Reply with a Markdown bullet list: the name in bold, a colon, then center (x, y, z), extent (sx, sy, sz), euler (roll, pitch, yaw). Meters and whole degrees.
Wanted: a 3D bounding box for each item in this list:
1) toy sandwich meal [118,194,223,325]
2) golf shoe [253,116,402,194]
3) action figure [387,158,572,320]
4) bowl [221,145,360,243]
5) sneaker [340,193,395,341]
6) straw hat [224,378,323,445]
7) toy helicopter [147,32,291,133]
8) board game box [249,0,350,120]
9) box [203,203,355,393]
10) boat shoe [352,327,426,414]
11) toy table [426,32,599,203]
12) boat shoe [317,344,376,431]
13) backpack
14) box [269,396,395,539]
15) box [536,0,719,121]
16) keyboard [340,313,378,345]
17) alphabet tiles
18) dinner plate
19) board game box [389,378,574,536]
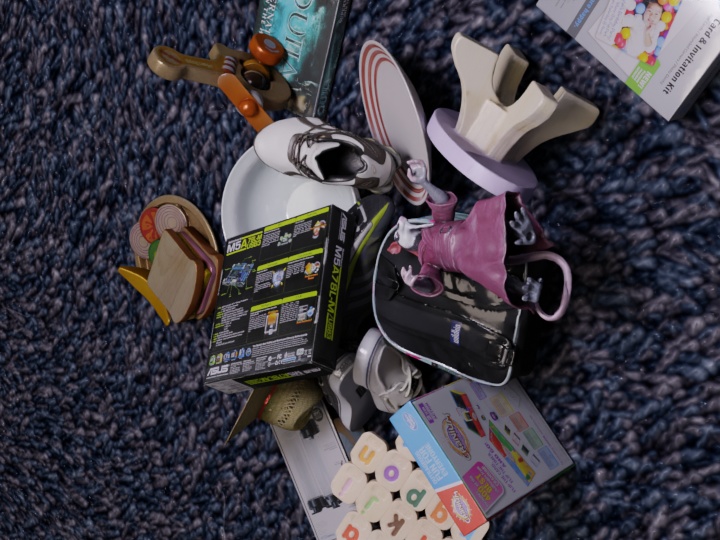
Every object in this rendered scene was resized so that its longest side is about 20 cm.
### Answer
- **toy sandwich meal**: center (-0.280, -0.011, 1.709), extent (0.203, 0.070, 0.208), euler (10, 106, 37)
- **golf shoe**: center (-0.052, -0.143, 1.384), extent (0.198, 0.094, 0.079), euler (12, 95, 25)
- **action figure**: center (0.111, -0.031, 1.221), extent (0.199, 0.148, 0.136), euler (6, 78, 50)
- **bowl**: center (-0.073, -0.074, 1.501), extent (0.199, 0.090, 0.204), euler (3, 96, 27)
- **sneaker**: center (0.000, 0.000, 1.406), extent (0.201, 0.080, 0.074), euler (-64, 24, 23)
- **straw hat**: center (-0.094, 0.158, 1.490), extent (0.084, 0.202, 0.202), euler (27, 120, -1)
- **toy helicopter**: center (-0.171, -0.236, 1.449), extent (0.079, 0.198, 0.133), euler (-50, 50, 35)
- **board game box**: center (-0.080, -0.310, 1.507), extent (0.135, 0.028, 0.202), euler (29, 117, 32)
- **box**: center (-0.098, 0.037, 1.377), extent (0.199, 0.047, 0.195), euler (-16, 57, 43)
- **boat shoe**: center (0.042, 0.133, 1.418), extent (0.065, 0.072, 0.201), euler (18, 156, 21)
- **toy table**: center (0.154, -0.168, 1.264), extent (0.118, 0.182, 0.201), euler (-59, 30, 21)
- **boat shoe**: center (-0.023, 0.143, 1.476), extent (0.066, 0.200, 0.070), euler (38, 79, 23)
- **backpack**: center (0.117, 0.023, 1.338), extent (0.198, 0.150, 0.180), euler (15, 108, 26)
- **box**: center (-0.038, 0.260, 1.578), extent (0.116, 0.060, 0.202), euler (-30, 80, 39)
- **box**: center (0.297, -0.278, 1.198), extent (0.200, 0.041, 0.157), euler (47, 125, 20)
- **keyboard**: center (-0.049, 0.061, 1.521), extent (0.198, 0.021, 0.127), euler (4, 144, 38)
- **alphabet tiles**: center (0.063, 0.298, 1.487), extent (0.199, 0.015, 0.197), euler (34, 102, 12)
- **dinner plate**: center (0.046, -0.176, 1.381), extent (0.200, 0.024, 0.202), euler (161, 90, -76)
- **board game box**: center (0.142, 0.195, 1.325), extent (0.040, 0.199, 0.154), euler (-44, 71, 36)
